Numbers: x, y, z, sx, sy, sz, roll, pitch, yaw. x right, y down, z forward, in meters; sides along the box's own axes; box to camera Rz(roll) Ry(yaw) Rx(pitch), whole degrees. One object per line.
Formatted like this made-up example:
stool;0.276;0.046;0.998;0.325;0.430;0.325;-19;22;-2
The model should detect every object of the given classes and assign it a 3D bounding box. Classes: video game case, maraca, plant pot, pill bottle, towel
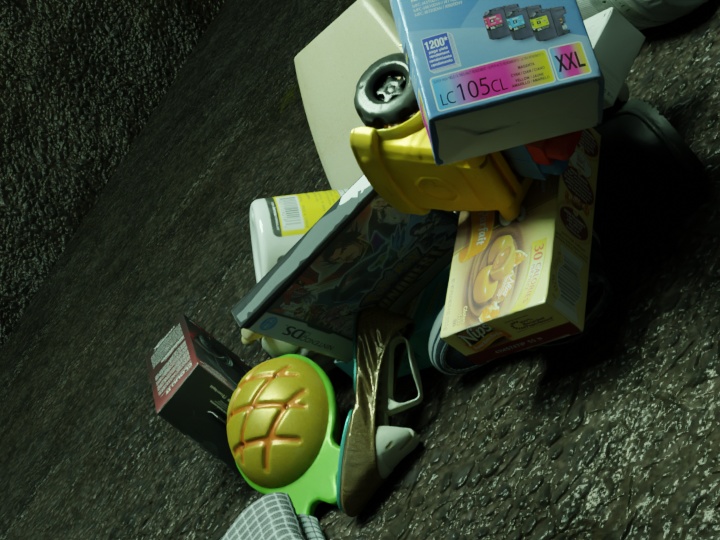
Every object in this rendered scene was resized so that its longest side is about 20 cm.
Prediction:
video game case;0.000;0.000;1.196;0.200;0.180;0.026;-45;56;16
maraca;-0.072;0.173;1.284;0.137;0.107;0.201;-44;46;17
plant pot;0.038;-0.227;1.508;0.199;0.178;0.199;-35;-4;34
pill bottle;-0.011;-0.029;1.304;0.197;0.113;0.111;-7;20;-9
towel;-0.108;0.315;1.136;0.201;0.085;0.166;-50;20;1

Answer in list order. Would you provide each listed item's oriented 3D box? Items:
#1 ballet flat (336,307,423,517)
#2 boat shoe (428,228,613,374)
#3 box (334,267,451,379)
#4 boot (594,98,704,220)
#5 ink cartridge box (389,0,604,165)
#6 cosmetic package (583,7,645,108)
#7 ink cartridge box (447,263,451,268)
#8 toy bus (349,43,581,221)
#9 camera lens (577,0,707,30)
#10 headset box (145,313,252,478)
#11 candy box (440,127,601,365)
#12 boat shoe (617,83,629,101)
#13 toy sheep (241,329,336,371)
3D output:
ballet flat;0.023;0.131;1.185;0.071;0.068;0.203;-1;67;19
boat shoe;0.136;0.044;1.109;0.200;0.070;0.091;-44;27;25
box;0.060;0.055;1.276;0.199;0.049;0.083;-25;32;49
boot;0.210;-0.073;1.140;0.158;0.079;0.211;-47;16;0
ink cartridge box;0.095;-0.197;0.969;0.134;0.077;0.202;-14;64;0
cosmetic package;0.184;-0.180;1.214;0.199;0.050;0.083;-14;46;64
ink cartridge box;0.099;-0.049;1.406;0.199;0.057;0.163;25;75;48
toy bus;0.113;-0.146;1.045;0.190;0.136;0.202;11;67;37
camera lens;0.274;-0.333;1.330;0.161;0.160;0.199;-56;21;-15
headset box;-0.162;0.149;1.438;0.077;0.148;0.200;-49;20;2
candy box;0.138;-0.031;1.067;0.115;0.055;0.202;-21;45;41
boat shoe;0.206;-0.154;1.310;0.064;0.070;0.200;-58;14;-22
toy sheep;-0.058;0.054;1.394;0.137;0.139;0.199;-31;-7;40
